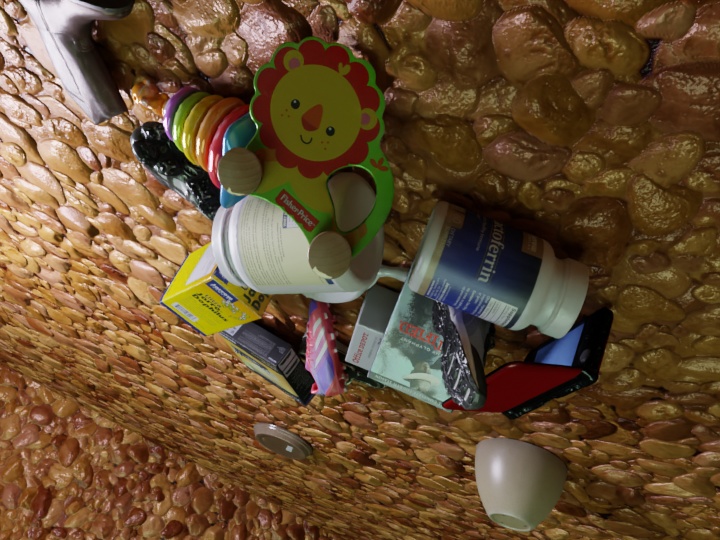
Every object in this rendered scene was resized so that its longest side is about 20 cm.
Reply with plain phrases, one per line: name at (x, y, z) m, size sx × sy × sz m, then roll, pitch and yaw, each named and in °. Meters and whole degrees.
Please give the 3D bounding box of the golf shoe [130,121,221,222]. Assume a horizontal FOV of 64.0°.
golf shoe at (-0.236, -0.135, 0.816) m, size 0.200 × 0.079 × 0.094 m, roll 44°, pitch 166°, yaw -34°

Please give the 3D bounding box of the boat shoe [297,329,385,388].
boat shoe at (-0.034, 0.190, 1.129) m, size 0.197 × 0.065 × 0.071 m, roll 31°, pitch 146°, yaw -10°

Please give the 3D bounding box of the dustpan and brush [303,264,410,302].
dustpan and brush at (0.000, 0.000, 0.868) m, size 0.196 × 0.057 × 0.142 m, roll 17°, pitch 134°, yaw 23°

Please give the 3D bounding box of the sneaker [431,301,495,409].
sneaker at (0.140, 0.088, 0.728) m, size 0.077 × 0.202 × 0.075 m, roll 9°, pitch 125°, yaw -5°

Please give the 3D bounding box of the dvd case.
dvd case at (0.109, 0.096, 0.845) m, size 0.143 × 0.022 × 0.204 m, roll 22°, pitch 109°, yaw 2°

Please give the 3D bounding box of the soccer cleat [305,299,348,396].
soccer cleat at (-0.073, 0.141, 1.035) m, size 0.074 × 0.067 × 0.204 m, roll -9°, pitch 118°, yaw 8°

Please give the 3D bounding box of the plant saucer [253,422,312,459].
plant saucer at (-0.239, 0.522, 1.748) m, size 0.195 × 0.030 × 0.202 m, roll 16°, pitch 145°, yaw 11°

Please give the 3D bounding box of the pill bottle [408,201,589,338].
pill bottle at (0.165, 0.003, 0.703) m, size 0.195 × 0.118 × 0.117 m, roll 21°, pitch 147°, yaw 3°

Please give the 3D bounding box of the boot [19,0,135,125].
boot at (-0.311, -0.254, 0.688) m, size 0.183 × 0.065 × 0.202 m, roll 27°, pitch 146°, yaw 21°

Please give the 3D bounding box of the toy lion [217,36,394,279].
toy lion at (-0.040, -0.125, 0.602) m, size 0.199 × 0.192 × 0.069 m, roll 42°, pitch -174°, yaw -7°

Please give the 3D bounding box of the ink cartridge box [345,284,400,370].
ink cartridge box at (0.082, 0.122, 0.946) m, size 0.196 × 0.084 × 0.148 m, roll 21°, pitch 146°, yaw 4°

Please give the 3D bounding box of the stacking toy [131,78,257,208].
stacking toy at (-0.200, -0.179, 0.707) m, size 0.197 × 0.110 × 0.118 m, roll 29°, pitch 135°, yaw 12°

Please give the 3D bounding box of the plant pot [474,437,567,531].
plant pot at (0.329, 0.467, 1.225) m, size 0.195 × 0.136 × 0.202 m, roll 17°, pitch 146°, yaw 11°

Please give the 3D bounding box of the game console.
game console at (0.226, 0.124, 0.795) m, size 0.117 × 0.174 × 0.201 m, roll 34°, pitch 147°, yaw -2°

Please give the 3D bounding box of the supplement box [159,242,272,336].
supplement box at (-0.237, 0.024, 0.984) m, size 0.109 × 0.110 × 0.198 m, roll 41°, pitch 143°, yaw -26°

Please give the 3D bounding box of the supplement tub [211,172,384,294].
supplement tub at (-0.081, -0.044, 0.754) m, size 0.195 × 0.147 × 0.146 m, roll -2°, pitch 140°, yaw 28°

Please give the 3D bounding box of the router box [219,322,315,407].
router box at (-0.188, 0.176, 1.166) m, size 0.197 × 0.052 × 0.159 m, roll 22°, pitch 151°, yaw 37°
